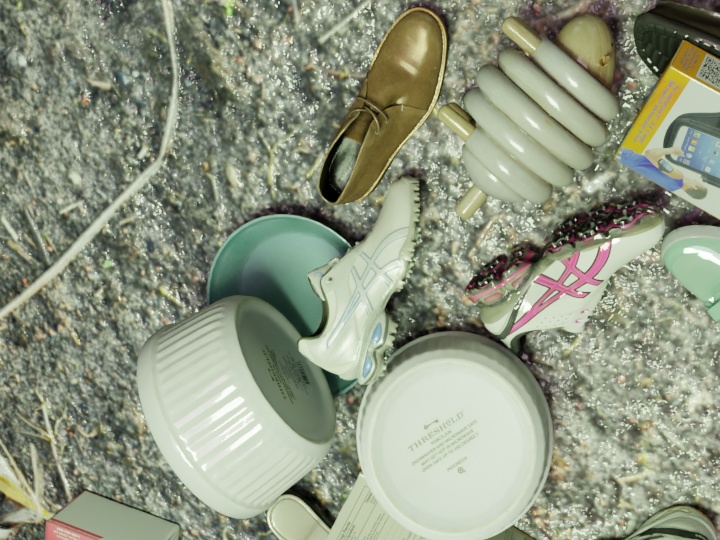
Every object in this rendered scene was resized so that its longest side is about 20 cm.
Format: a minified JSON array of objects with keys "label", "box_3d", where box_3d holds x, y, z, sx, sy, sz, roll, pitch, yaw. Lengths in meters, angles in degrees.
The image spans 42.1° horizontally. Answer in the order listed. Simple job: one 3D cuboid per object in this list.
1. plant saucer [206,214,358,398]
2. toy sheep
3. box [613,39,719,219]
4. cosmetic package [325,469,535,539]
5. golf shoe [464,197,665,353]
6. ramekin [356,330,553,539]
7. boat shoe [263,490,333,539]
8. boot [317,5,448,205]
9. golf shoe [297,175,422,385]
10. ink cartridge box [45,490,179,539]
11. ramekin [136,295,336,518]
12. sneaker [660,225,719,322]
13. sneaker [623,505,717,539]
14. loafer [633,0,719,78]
[{"label":"plant saucer","box_3d":[-0.065,0.037,0.974,0.196,0.036,0.205,6,109,18]},{"label":"toy sheep","box_3d":[0.143,-0.128,0.799,0.137,0.138,0.201,39,111,4]},{"label":"box","box_3d":[0.320,-0.089,0.764,0.198,0.042,0.120,33,149,10]},{"label":"cosmetic package","box_3d":[0.073,0.285,0.981,0.198,0.073,0.105,31,114,8]},{"label":"golf shoe","box_3d":[0.196,0.005,0.856,0.198,0.073,0.093,-30,101,35]},{"label":"ramekin","box_3d":[0.088,0.162,0.888,0.197,0.094,0.208,0,87,7]},{"label":"boat shoe","box_3d":[-0.032,0.324,1.048,0.067,0.057,0.201,-42,94,-11]},{"label":"boot","box_3d":[0.020,-0.146,0.867,0.073,0.075,0.202,32,113,9]},{"label":"golf shoe","box_3d":[0.000,0.000,0.881,0.095,0.078,0.204,16,83,-1]},{"label":"ink cartridge box","box_3d":[-0.307,0.394,1.144,0.143,0.085,0.204,15,109,15]},{"label":"ramekin","box_3d":[-0.109,0.120,0.893,0.104,0.200,0.202,-33,94,16]},{"label":"sneaker","box_3d":[0.330,0.051,0.784,0.199,0.119,0.074,35,143,6]},{"label":"sneaker","box_3d":[0.253,0.302,0.906,0.076,0.087,0.200,48,112,8]},{"label":"loafer","box_3d":[0.321,-0.176,0.761,0.197,0.073,0.072,25,70,18]}]
